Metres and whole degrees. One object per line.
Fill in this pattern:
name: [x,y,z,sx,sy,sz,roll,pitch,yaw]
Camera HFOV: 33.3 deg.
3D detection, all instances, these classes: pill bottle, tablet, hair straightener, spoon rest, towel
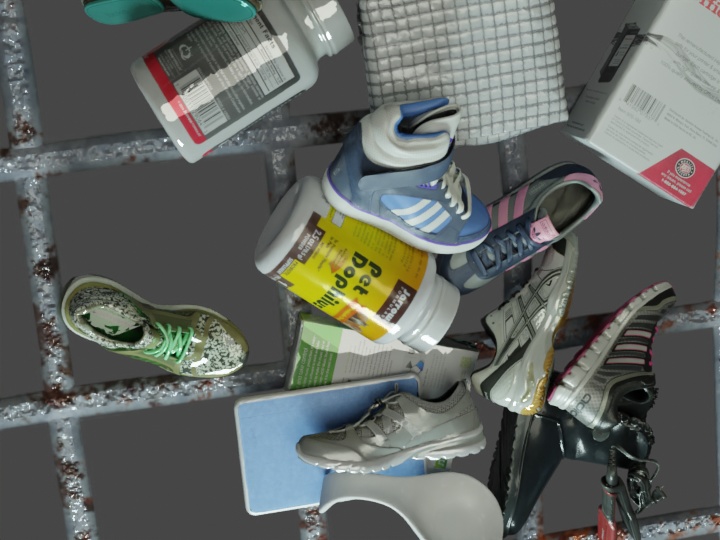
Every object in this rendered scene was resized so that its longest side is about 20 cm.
pill bottle: [-0.108,-0.200,1.142,0.199,0.111,0.111,-33,107,-2]
tablet: [-0.029,0.181,1.262,0.197,0.014,0.132,-7,105,-8]
pill bottle: [0.000,0.000,1.210,0.199,0.109,0.110,32,95,-16]
hair straightener: [0.294,0.243,1.316,0.076,0.041,0.201,-25,137,-7]
spoon rest: [0.059,0.247,1.248,0.197,0.061,0.101,15,59,-12]
towel: [0.097,-0.210,1.195,0.197,0.086,0.168,-12,113,-3]

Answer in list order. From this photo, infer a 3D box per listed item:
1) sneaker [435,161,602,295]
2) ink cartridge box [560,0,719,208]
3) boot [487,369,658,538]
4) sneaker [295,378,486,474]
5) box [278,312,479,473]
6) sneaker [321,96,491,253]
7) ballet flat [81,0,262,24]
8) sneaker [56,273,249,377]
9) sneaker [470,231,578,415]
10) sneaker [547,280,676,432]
sneaker: [0.163,-0.041,1.247,0.199,0.082,0.070,-39,108,0]
ink cartridge box: [0.324,-0.191,1.244,0.144,0.083,0.202,29,96,-16]
boot: [0.234,0.205,1.321,0.166,0.076,0.203,10,95,-9]
sneaker: [0.028,0.157,1.232,0.197,0.075,0.083,-8,92,-15]
box: [0.016,0.133,1.284,0.197,0.036,0.146,11,101,-15]
sneaker: [0.075,-0.095,1.149,0.198,0.082,0.146,16,141,-27]
ballet flat: [-0.171,-0.266,1.097,0.198,0.072,0.073,5,106,30]
sneaker: [-0.205,0.068,1.196,0.197,0.089,0.078,17,99,-15]
sneaker: [0.172,0.045,1.262,0.087,0.076,0.202,15,73,16]
sneaker: [0.283,0.095,1.276,0.087,0.074,0.200,44,62,6]
